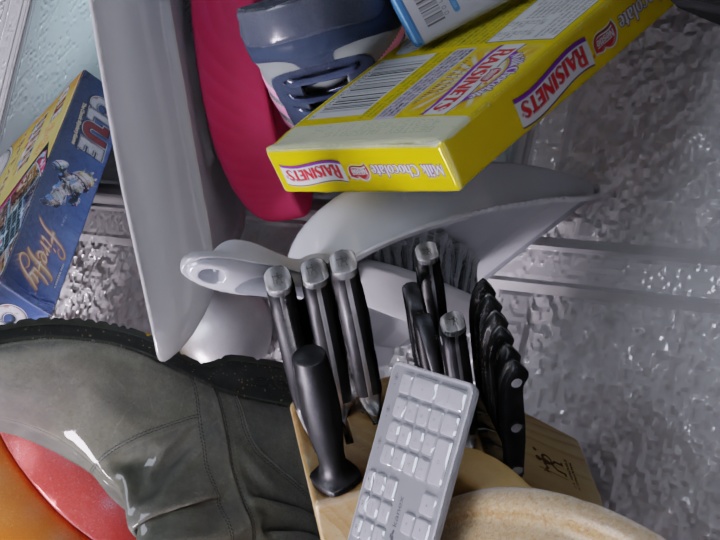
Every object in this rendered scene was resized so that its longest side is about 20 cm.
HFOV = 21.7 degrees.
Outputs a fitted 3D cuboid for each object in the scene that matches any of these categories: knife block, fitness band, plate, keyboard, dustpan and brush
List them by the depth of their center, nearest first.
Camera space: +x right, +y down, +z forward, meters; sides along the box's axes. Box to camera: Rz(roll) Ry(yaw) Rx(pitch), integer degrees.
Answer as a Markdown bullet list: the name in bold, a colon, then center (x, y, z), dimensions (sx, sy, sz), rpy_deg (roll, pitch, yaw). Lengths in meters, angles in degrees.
- **keyboard**: center (0.001, 0.132, 0.643), dimensions (0.056, 0.011, 0.200), rpy_deg (12, 87, 68)
- **knife block**: center (0.002, 0.088, 0.744), dimensions (0.200, 0.175, 0.064), rpy_deg (-51, 29, 23)
- **dustpan and brush**: center (0.000, 0.000, 0.764), dimensions (0.140, 0.200, 0.057), rpy_deg (-40, 52, 30)
- **plate**: center (-0.085, -0.079, 0.879), dimensions (0.200, 0.032, 0.200), rpy_deg (-78, -20, -76)
- **fitness band**: center (-0.056, -0.120, 0.918), dimensions (0.037, 0.144, 0.200), rpy_deg (-10, 65, 6)

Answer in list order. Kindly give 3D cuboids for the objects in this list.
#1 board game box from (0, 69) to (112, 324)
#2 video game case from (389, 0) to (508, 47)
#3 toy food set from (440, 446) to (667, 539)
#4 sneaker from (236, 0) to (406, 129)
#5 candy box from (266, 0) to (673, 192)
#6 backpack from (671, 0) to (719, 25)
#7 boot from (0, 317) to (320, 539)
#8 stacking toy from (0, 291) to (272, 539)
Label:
- **board game box**: center (-0.201, -0.010, 1.052), dimensions (0.135, 0.035, 0.200), rpy_deg (-40, 24, 32)
- **video game case**: center (0.077, -0.199, 0.752), dimensions (0.200, 0.018, 0.143), rpy_deg (-28, 96, 2)
- **toy food set**: center (0.090, 0.154, 0.654), dimensions (0.200, 0.049, 0.198), rpy_deg (2, 121, 44)
- **sneaker**: center (-0.006, -0.080, 0.835), dimensions (0.070, 0.200, 0.082), rpy_deg (-10, 89, 9)
- **candy box**: center (0.062, -0.092, 0.765), dimensions (0.102, 0.026, 0.200), rpy_deg (5, 36, 47)
- **backpack**: center (0.147, -0.195, 0.668), dimensions (0.127, 0.167, 0.200), rpy_deg (22, 94, 37)
- **boot**: center (-0.098, 0.098, 0.845), dimensions (0.068, 0.200, 0.131), rpy_deg (-48, 39, 49)
- **stacking toy**: center (-0.124, 0.080, 0.951), dimensions (0.200, 0.146, 0.146), rpy_deg (-41, 48, 10)
